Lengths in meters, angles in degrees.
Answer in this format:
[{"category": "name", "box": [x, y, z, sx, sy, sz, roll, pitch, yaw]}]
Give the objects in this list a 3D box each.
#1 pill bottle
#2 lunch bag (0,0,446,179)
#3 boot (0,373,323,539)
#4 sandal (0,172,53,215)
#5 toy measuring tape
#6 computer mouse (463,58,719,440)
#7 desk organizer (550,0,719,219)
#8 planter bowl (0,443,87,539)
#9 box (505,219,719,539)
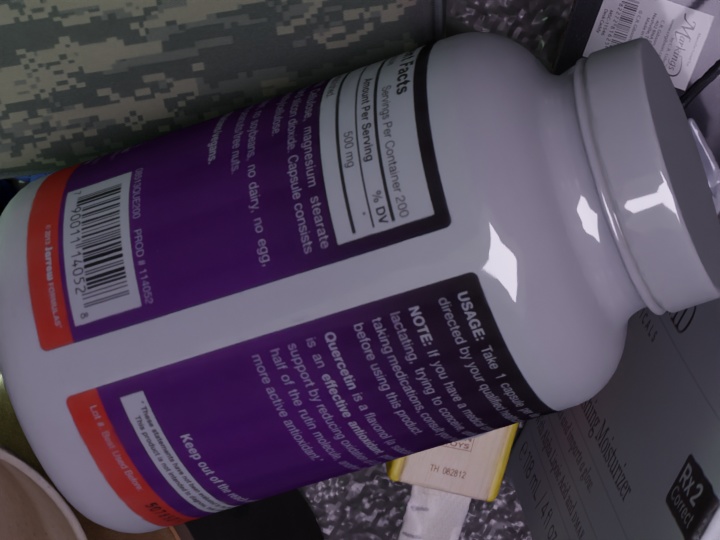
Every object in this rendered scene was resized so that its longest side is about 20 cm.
[{"category": "pill bottle", "box": [0.000, 0.000, 0.743, 0.200, 0.112, 0.113, -17, 111, 15]}, {"category": "lunch bag", "box": [-0.072, -0.132, 0.772, 0.200, 0.168, 0.139, -9, 155, 0]}, {"category": "boot", "box": [-0.067, 0.097, 0.912, 0.075, 0.074, 0.200, -9, 119, 30]}, {"category": "sandal", "box": [-0.124, -0.021, 0.854, 0.200, 0.079, 0.087, -26, 95, 1]}, {"category": "toy measuring tape", "box": [0.026, 0.059, 0.889, 0.073, 0.074, 0.200, 13, 101, -10]}, {"category": "computer mouse", "box": [0.071, -0.028, 0.804, 0.110, 0.044, 0.200, 44, 109, -7]}, {"category": "desk organizer", "box": [0.116, -0.128, 0.828, 0.072, 0.077, 0.200, 17, 111, -3]}, {"category": "planter bowl", "box": [-0.197, 0.103, 0.772, 0.200, 0.135, 0.200, -20, 127, -28]}, {"category": "box", "box": [0.172, 0.088, 0.847, 0.200, 0.199, 0.131, 24, 105, -12]}]
